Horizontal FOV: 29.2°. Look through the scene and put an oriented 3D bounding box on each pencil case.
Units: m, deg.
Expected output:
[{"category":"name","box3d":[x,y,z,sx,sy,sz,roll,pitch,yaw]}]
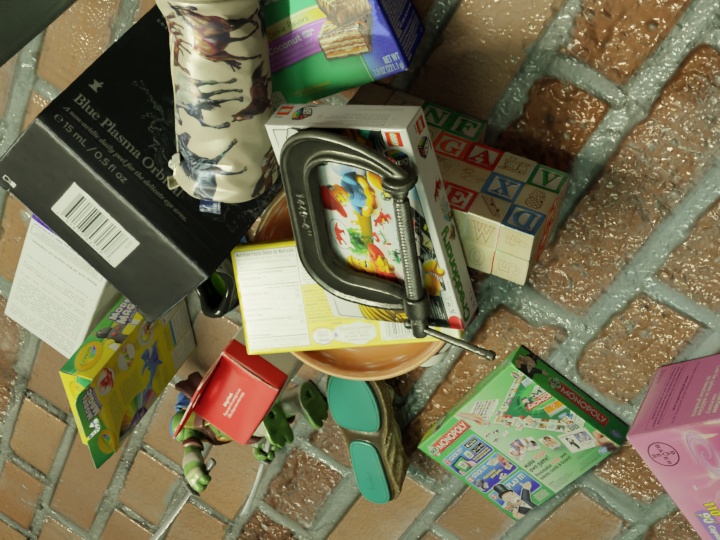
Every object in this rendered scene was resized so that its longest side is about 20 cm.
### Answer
[{"category":"pencil case","box3d":[-0.113,-0.144,1.074,0.089,0.078,0.200,-12,130,-14]}]

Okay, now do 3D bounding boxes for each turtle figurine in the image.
[{"category":"turtle figurine","box3d":[-0.128,0.207,1.542,0.144,0.200,0.194,21,148,-40]}]

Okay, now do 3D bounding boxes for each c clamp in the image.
[{"category":"c clamp","box3d":[0.017,-0.024,1.078,0.171,0.027,0.200,12,136,31]}]

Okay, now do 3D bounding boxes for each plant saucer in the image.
[{"category":"plant saucer","box3d":[0.000,0.000,1.248,0.200,0.037,0.200,3,105,14]}]

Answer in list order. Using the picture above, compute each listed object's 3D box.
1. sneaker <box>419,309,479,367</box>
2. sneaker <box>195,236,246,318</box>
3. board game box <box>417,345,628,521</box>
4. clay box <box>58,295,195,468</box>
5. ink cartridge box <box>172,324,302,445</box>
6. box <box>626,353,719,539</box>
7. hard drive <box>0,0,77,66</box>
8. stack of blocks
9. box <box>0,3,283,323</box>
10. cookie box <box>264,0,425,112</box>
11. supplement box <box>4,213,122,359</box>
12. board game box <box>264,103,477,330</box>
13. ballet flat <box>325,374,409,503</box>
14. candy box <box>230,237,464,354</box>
[{"category":"sneaker","box3d":[0.029,-0.006,1.294,0.200,0.076,0.116,37,129,-9]},{"category":"sneaker","box3d":[-0.162,-0.036,1.372,0.071,0.083,0.200,2,129,33]},{"category":"board game box","box3d":[0.159,0.169,1.392,0.135,0.029,0.200,38,140,-2]},{"category":"clay box","box3d":[-0.253,0.103,1.477,0.048,0.200,0.115,15,135,23]},{"category":"ink cartridge box","box3d":[-0.096,0.089,1.356,0.067,0.200,0.116,34,140,2]},{"category":"box","box3d":[0.367,0.158,1.187,0.200,0.097,0.176,-19,116,43]},{"category":"hard drive","box3d":[-0.338,-0.249,1.197,0.033,0.200,0.140,-24,113,45]},{"category":"stack of blocks","box3d":[0.068,-0.076,1.153,0.200,0.115,0.059,21,138,15]},{"category":"box","box3d":[-0.181,-0.099,1.234,0.197,0.200,0.117,44,140,-10]},{"category":"cookie box","box3d":[-0.068,-0.234,1.094,0.171,0.075,0.200,-15,120,24]},{"category":"supplement box","box3d":[-0.299,-0.007,1.479,0.103,0.101,0.200,34,139,2]},{"category":"board game box","box3d":[0.012,-0.042,1.107,0.126,0.035,0.200,5,131,30]},{"category":"ballet flat","box3d":[0.011,0.157,1.454,0.070,0.065,0.200,10,131,25]},{"category":"candy box","box3d":[-0.012,0.017,1.223,0.200,0.026,0.102,-5,99,16]}]
